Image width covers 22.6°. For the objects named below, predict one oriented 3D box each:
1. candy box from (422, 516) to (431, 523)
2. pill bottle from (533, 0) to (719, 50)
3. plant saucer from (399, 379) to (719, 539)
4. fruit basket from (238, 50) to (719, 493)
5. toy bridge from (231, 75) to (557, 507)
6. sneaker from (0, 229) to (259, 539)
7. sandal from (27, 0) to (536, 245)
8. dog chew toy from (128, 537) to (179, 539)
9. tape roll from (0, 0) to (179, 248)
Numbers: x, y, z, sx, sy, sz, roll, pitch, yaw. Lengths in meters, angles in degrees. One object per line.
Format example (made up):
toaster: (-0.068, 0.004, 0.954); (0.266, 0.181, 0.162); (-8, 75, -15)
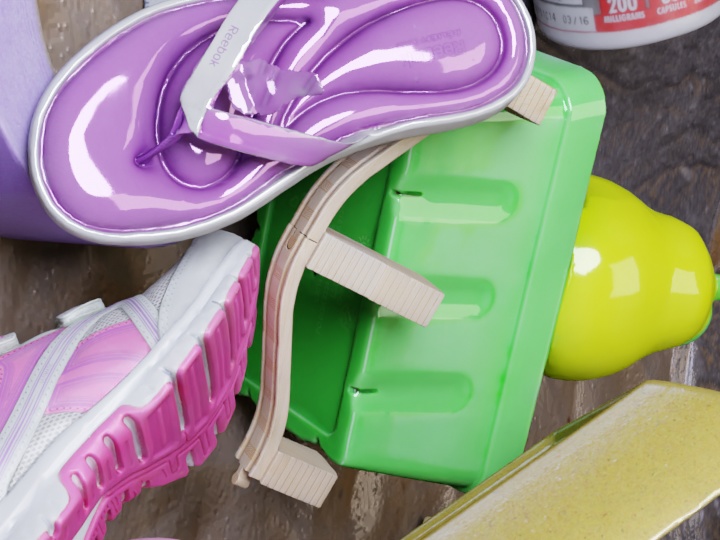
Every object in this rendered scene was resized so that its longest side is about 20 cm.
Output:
candy box: (0.112, 0.217, 1.008); (0.200, 0.115, 0.055); (57, 47, -43)
pill bottle: (0.138, -0.235, 1.002); (0.114, 0.113, 0.201); (-42, 127, -47)
plant saucer: (0.055, 0.111, 0.717); (0.199, 0.200, 0.049); (-33, 83, -15)
fruit basket: (0.059, -0.006, 0.829); (0.215, 0.155, 0.217); (-20, 123, -34)
toy bridge: (0.000, 0.000, 0.714); (0.067, 0.027, 0.201); (27, 97, -30)
sneaker: (-0.110, 0.048, 0.659); (0.200, 0.088, 0.082); (-48, 158, -35)
sandal: (-0.023, -0.071, 0.640); (0.202, 0.050, 0.083); (-22, 88, -23)
dog chew toy: (-0.110, 0.184, 0.664); (0.200, 0.124, 0.125); (-31, 119, -43)
tape roll: (-0.101, -0.110, 0.690); (0.200, 0.065, 0.201); (-11, 104, -57)
